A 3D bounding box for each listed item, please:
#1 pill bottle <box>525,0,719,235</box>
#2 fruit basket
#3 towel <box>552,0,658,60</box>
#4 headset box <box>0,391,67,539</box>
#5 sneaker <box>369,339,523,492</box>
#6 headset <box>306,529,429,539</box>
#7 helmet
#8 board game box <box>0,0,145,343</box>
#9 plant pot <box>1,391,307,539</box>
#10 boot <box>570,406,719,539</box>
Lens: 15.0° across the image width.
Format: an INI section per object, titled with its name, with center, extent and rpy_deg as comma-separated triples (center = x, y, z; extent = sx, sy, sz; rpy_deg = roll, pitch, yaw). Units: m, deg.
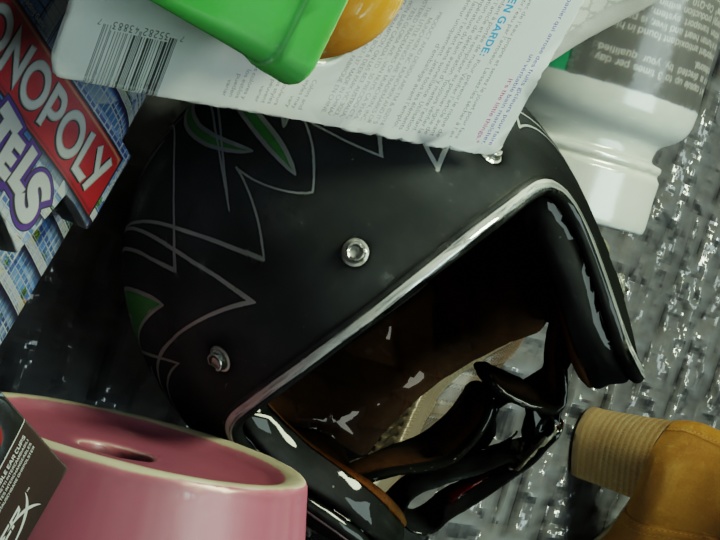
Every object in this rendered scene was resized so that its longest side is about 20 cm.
[pill bottle]
center = 0.114, -0.124, 1.277
extent = 0.113, 0.113, 0.200
rpy_deg = 12, 94, -61
[fruit basket]
center = 0.011, -0.132, 0.881
extent = 0.200, 0.094, 0.185
rpy_deg = 4, 121, -46
[towel]
center = 0.058, -0.146, 1.135
extent = 0.200, 0.032, 0.191
rpy_deg = -28, 145, 0
[headset box]
center = -0.196, 0.021, 0.785
extent = 0.075, 0.149, 0.200
rpy_deg = -61, 149, -20
[sneaker]
center = 0.024, 0.051, 1.281
extent = 0.200, 0.070, 0.076
rpy_deg = -48, 160, -28
[headset]
center = -0.029, 0.156, 1.140
extent = 0.124, 0.094, 0.200
rpy_deg = -42, 168, 15
[helmet]
center = 0.000, 0.000, 1.063
extent = 0.191, 0.200, 0.200
rpy_deg = 53, 57, -31
[board game box]
center = -0.131, -0.069, 0.886
extent = 0.200, 0.062, 0.200
rpy_deg = -60, 148, -19
[plant pot]
center = -0.101, 0.145, 0.960
extent = 0.200, 0.200, 0.179
rpy_deg = 8, 98, -61
[boot]
center = 0.189, 0.172, 1.530
extent = 0.071, 0.144, 0.201
rpy_deg = -42, 139, -42
